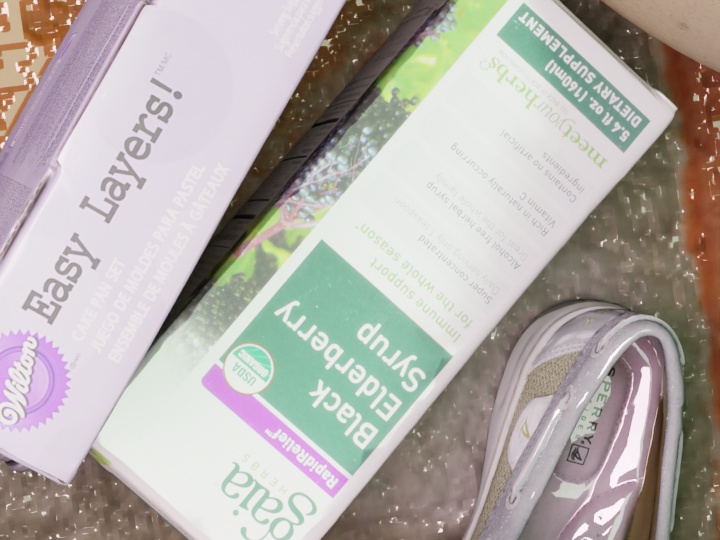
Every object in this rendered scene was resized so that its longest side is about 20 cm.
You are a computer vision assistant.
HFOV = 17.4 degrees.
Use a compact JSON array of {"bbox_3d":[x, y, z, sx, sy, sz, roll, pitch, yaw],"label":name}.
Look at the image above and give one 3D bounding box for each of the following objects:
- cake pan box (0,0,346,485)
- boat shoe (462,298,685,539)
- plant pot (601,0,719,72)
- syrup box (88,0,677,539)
[{"bbox_3d":[-0.068,-0.040,0.681,0.052,0.184,0.200,30,86,-11],"label":"cake pan box"},{"bbox_3d":[0.065,0.110,0.774,0.074,0.065,0.203,15,90,-11],"label":"boat shoe"},{"bbox_3d":[0.111,-0.155,0.726,0.134,0.200,0.201,11,90,24],"label":"plant pot"},{"bbox_3d":[0.000,0.000,0.749,0.079,0.081,0.200,41,83,-9],"label":"syrup box"}]
